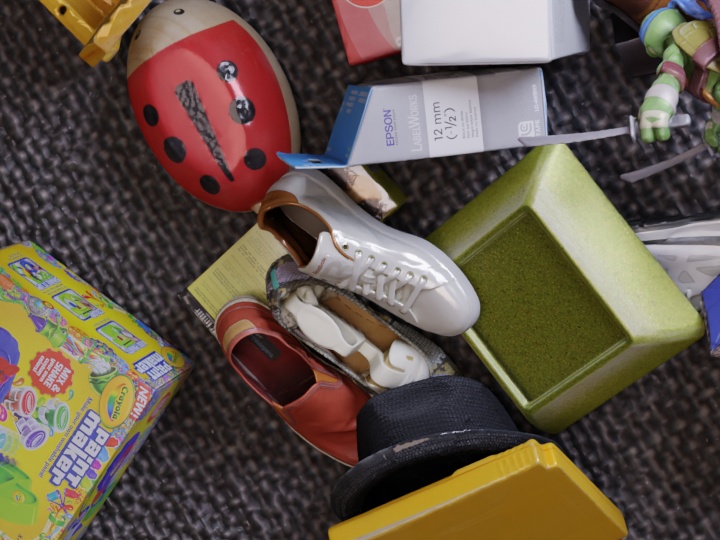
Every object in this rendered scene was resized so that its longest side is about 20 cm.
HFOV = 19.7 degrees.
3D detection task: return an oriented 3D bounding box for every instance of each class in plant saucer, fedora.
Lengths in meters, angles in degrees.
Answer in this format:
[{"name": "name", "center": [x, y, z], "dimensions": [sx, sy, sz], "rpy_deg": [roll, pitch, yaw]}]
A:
[{"name": "plant saucer", "center": [0.146, 0.025, 1.680], "dimensions": [0.200, 0.048, 0.200], "rpy_deg": [52, 132, 2]}, {"name": "fedora", "center": [0.064, 0.146, 1.714], "dimensions": [0.200, 0.201, 0.092], "rpy_deg": [-24, 58, 15]}]

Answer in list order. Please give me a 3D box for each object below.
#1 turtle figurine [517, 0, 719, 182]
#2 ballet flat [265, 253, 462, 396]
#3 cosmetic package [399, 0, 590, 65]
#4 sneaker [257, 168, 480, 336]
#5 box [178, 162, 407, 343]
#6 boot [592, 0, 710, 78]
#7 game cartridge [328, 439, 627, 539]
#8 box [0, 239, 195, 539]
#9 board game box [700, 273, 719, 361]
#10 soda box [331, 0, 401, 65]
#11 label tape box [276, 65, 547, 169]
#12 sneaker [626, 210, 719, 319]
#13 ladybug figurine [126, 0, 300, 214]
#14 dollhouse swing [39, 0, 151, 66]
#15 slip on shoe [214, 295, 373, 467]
[{"name": "turtle figurine", "center": [0.266, -0.101, 1.561], "dimensions": [0.194, 0.144, 0.200], "rpy_deg": [34, 80, 38]}, {"name": "ballet flat", "center": [0.001, 0.065, 1.725], "dimensions": [0.200, 0.072, 0.072], "rpy_deg": [36, 105, -13]}, {"name": "cosmetic package", "center": [0.105, -0.263, 1.614], "dimensions": [0.123, 0.200, 0.200], "rpy_deg": [0, 97, 13]}, {"name": "sneaker", "center": [0.000, 0.000, 1.680], "dimensions": [0.200, 0.085, 0.073], "rpy_deg": [34, 126, 7]}, {"name": "box", "center": [-0.058, -0.019, 1.765], "dimensions": [0.200, 0.050, 0.075], "rpy_deg": [-44, 87, 16]}, {"name": "boot", "center": [0.277, -0.242, 1.604], "dimensions": [0.200, 0.069, 0.188], "rpy_deg": [-18, 130, 16]}, {"name": "game cartridge", "center": [0.099, 0.215, 1.709], "dimensions": [0.200, 0.176, 0.033], "rpy_deg": [-26, 53, 14]}, {"name": "box", "center": [-0.285, 0.114, 1.801], "dimensions": [0.192, 0.122, 0.200], "rpy_deg": [35, 104, 5]}, {"name": "board game box", "center": [0.391, 0.043, 1.595], "dimensions": [0.200, 0.097, 0.159], "rpy_deg": [34, 117, -16]}, {"name": "soda box", "center": [0.002, -0.274, 1.708], "dimensions": [0.070, 0.063, 0.201], "rpy_deg": [-15, 95, 15]}, {"name": "label tape box", "center": [0.036, -0.123, 1.649], "dimensions": [0.199, 0.143, 0.066], "rpy_deg": [-5, 97, -7]}, {"name": "sneaker", "center": [0.260, 0.014, 1.680], "dimensions": [0.200, 0.076, 0.116], "rpy_deg": [-6, 94, 12]}, {"name": "ladybug figurine", "center": [-0.128, -0.137, 1.753], "dimensions": [0.136, 0.072, 0.200], "rpy_deg": [-31, 90, 15]}, {"name": "dollhouse swing", "center": [-0.205, -0.289, 1.698], "dimensions": [0.182, 0.176, 0.200], "rpy_deg": [44, 106, 4]}, {"name": "slip on shoe", "center": [-0.047, 0.104, 1.752], "dimensions": [0.074, 0.061, 0.200], "rpy_deg": [-39, 112, 13]}]
